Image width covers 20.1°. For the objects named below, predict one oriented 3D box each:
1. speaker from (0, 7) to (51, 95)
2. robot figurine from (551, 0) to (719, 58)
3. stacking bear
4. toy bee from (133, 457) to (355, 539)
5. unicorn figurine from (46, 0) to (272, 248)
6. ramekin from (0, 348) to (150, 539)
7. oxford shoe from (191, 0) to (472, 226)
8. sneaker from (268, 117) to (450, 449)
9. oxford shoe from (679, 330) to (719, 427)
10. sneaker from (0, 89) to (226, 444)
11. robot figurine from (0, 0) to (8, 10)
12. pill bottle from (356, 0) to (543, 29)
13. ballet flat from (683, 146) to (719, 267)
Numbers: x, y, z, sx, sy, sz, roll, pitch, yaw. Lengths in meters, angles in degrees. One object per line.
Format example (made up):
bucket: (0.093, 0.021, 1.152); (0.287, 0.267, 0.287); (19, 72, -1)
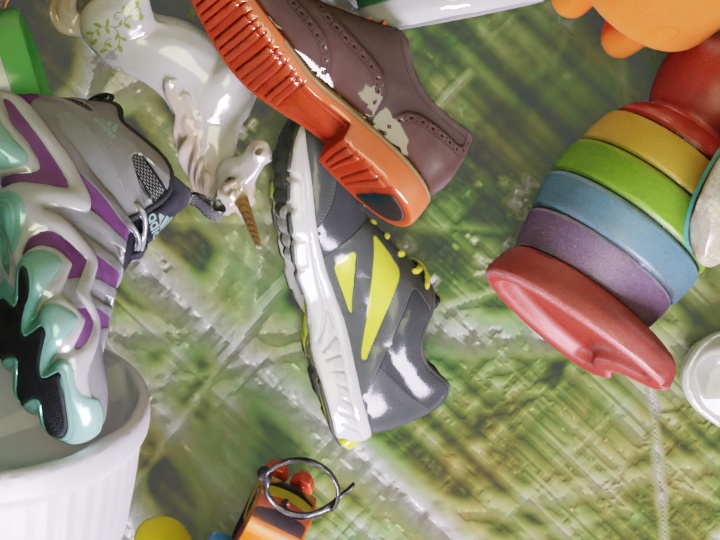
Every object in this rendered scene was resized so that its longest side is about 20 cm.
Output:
speaker: (-0.276, -0.084, 1.147); (0.199, 0.088, 0.089); (-18, 96, -3)
robot figurine: (0.191, -0.198, 1.114); (0.116, 0.200, 0.144); (-15, 74, -42)
stacking bear: (0.171, -0.048, 1.177); (0.114, 0.121, 0.200); (38, 81, -16)
toy bee: (-0.053, 0.169, 1.187); (0.200, 0.109, 0.131); (-38, 106, 24)
unicorn figurine: (-0.094, -0.122, 1.171); (0.199, 0.074, 0.138); (34, 92, 10)
ramekin: (-0.214, 0.110, 1.116); (0.201, 0.203, 0.095); (0, 110, -4)
oxford shoe: (-0.021, -0.119, 1.115); (0.073, 0.071, 0.200); (-46, 104, -19)
sneaker: (0.000, 0.000, 1.188); (0.084, 0.074, 0.201); (-13, 104, -9)
oxford shoe: (0.289, 0.085, 1.218); (0.199, 0.058, 0.076); (20, 95, -4)
sneaker: (-0.131, -0.012, 1.087); (0.139, 0.078, 0.201); (-8, 72, -33)
robot figurine: (-0.246, -0.212, 1.121); (0.200, 0.058, 0.145); (41, 50, 3)
pill bottle: (0.037, -0.241, 1.143); (0.112, 0.113, 0.201); (-11, 95, -3)
ballet flat: (0.251, -0.075, 1.134); (0.200, 0.062, 0.068); (-50, 136, -29)
